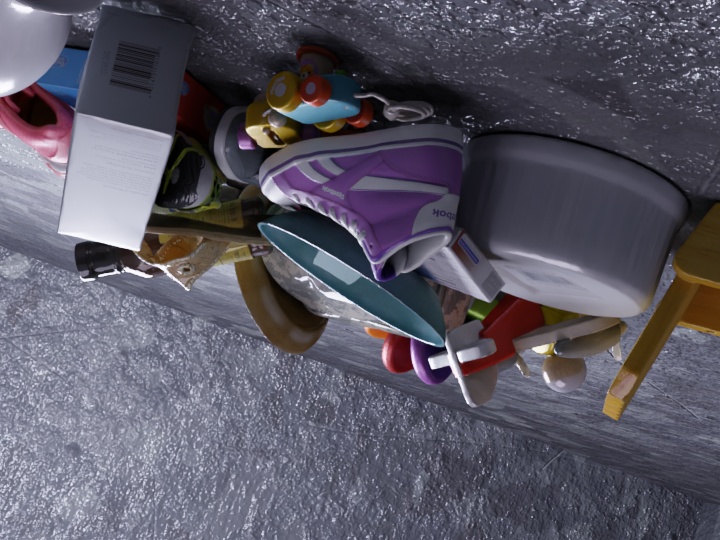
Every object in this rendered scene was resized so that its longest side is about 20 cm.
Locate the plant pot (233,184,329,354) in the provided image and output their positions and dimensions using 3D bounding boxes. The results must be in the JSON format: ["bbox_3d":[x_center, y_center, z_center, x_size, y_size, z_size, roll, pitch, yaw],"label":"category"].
[{"bbox_3d":[-0.080,-0.006,1.408,0.027,0.201,0.200,-14,156,24],"label":"plant pot"}]

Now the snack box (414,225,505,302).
[{"bbox_3d":[0.037,-0.025,1.068,0.200,0.024,0.072,22,159,53],"label":"snack box"}]

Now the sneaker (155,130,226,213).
[{"bbox_3d":[-0.162,-0.091,1.198,0.076,0.076,0.200,14,-178,-20],"label":"sneaker"}]

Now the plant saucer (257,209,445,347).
[{"bbox_3d":[0.000,0.000,1.121,0.200,0.036,0.200,32,171,6],"label":"plant saucer"}]

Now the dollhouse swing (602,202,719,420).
[{"bbox_3d":[0.321,0.060,1.078,0.181,0.176,0.200,16,169,12],"label":"dollhouse swing"}]

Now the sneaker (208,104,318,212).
[{"bbox_3d":[-0.049,-0.090,1.169,0.120,0.084,0.200,15,174,28],"label":"sneaker"}]

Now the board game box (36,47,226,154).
[{"bbox_3d":[-0.195,-0.151,1.222,0.153,0.040,0.200,12,169,28],"label":"board game box"}]

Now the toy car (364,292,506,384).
[{"bbox_3d":[0.091,0.067,1.577,0.199,0.151,0.175,10,167,37],"label":"toy car"}]

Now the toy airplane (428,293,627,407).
[{"bbox_3d":[0.168,0.070,1.229,0.141,0.199,0.200,52,-166,-11],"label":"toy airplane"}]

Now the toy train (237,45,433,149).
[{"bbox_3d":[-0.019,-0.130,1.016,0.150,0.056,0.200,5,168,-14],"label":"toy train"}]

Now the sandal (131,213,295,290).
[{"bbox_3d":[-0.151,-0.015,1.188,0.211,0.070,0.078,0,-167,-20],"label":"sandal"}]

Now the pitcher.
[{"bbox_3d":[-0.276,-0.213,0.880,0.172,0.121,0.200,42,152,-16],"label":"pitcher"}]

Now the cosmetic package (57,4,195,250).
[{"bbox_3d":[-0.200,-0.114,1.051,0.081,0.113,0.200,12,153,-11],"label":"cosmetic package"}]

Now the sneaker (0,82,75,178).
[{"bbox_3d":[-0.337,-0.172,1.229,0.200,0.074,0.087,33,166,22],"label":"sneaker"}]

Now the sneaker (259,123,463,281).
[{"bbox_3d":[-0.008,-0.047,1.002,0.200,0.115,0.073,-6,167,42],"label":"sneaker"}]

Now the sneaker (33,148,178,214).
[{"bbox_3d":[-0.251,-0.086,1.306,0.199,0.086,0.077,22,169,-21],"label":"sneaker"}]

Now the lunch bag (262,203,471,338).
[{"bbox_3d":[0.008,-0.012,1.321,0.199,0.140,0.168,11,174,39],"label":"lunch bag"}]

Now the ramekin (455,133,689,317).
[{"bbox_3d":[0.170,-0.032,1.066,0.200,0.098,0.200,17,170,3],"label":"ramekin"}]

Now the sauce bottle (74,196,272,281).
[{"bbox_3d":[-0.192,-0.029,1.279,0.199,0.065,0.065,-10,167,3],"label":"sauce bottle"}]

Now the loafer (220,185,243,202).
[{"bbox_3d":[-0.127,-0.067,1.525,0.199,0.072,0.063,16,152,-31],"label":"loafer"}]
